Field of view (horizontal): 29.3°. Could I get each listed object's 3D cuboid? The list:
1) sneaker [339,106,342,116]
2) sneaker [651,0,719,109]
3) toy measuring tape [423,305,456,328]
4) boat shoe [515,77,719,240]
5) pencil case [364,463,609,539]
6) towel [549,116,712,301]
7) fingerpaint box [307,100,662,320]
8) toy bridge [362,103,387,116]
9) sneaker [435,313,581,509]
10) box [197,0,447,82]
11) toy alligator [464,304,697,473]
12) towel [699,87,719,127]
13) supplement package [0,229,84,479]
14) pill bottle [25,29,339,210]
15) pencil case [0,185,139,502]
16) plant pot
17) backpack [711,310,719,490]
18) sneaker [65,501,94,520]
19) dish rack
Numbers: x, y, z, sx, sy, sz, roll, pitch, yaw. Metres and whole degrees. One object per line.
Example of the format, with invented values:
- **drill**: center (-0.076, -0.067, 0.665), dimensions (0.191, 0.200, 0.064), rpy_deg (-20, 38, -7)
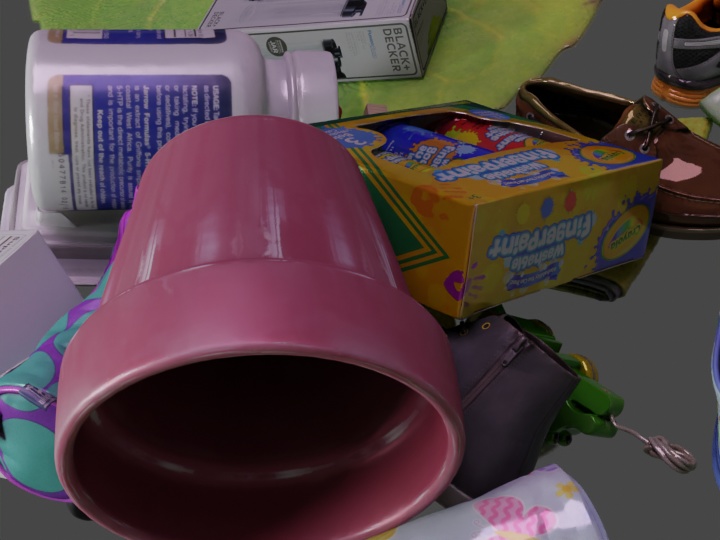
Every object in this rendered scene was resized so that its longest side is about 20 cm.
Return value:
- **sneaker**: center (-0.049, -0.086, 1.054), dimensions (0.112, 0.072, 0.200), rpy_deg (-26, 37, -7)
- **sneaker**: center (0.308, -0.198, 1.059), dimensions (0.199, 0.078, 0.078), rpy_deg (-31, 39, -20)
- **toy measuring tape**: center (0.000, 0.000, 0.930), dimensions (0.073, 0.074, 0.200), rpy_deg (-30, 43, -17)
- **boat shoe**: center (0.185, -0.078, 0.929), dimensions (0.199, 0.068, 0.072), rpy_deg (19, 48, 35)
- **pencil case**: center (0.035, 0.173, 0.703), dimensions (0.199, 0.083, 0.091), rpy_deg (-22, 63, -7)
- **towel**: center (0.156, -0.055, 0.984), dimensions (0.143, 0.023, 0.200), rpy_deg (12, 47, 32)
- **fingerpaint box**: center (0.065, -0.048, 0.866), dimensions (0.166, 0.074, 0.199), rpy_deg (23, 26, 38)
- **toy bridge**: center (0.012, -0.092, 1.015), dimensions (0.199, 0.027, 0.068), rpy_deg (4, 50, -14)
- **sneaker**: center (0.035, 0.054, 0.812), dimensions (0.200, 0.075, 0.107), rpy_deg (35, 96, 30)
- **box**: center (-0.032, -0.221, 1.218), dimensions (0.199, 0.060, 0.117), rpy_deg (-2, 41, 18)
- **toy alligator**: center (0.114, 0.077, 0.823), dimensions (0.200, 0.059, 0.054), rpy_deg (42, 110, 40)
- **towel**: center (0.349, -0.097, 0.945), dimensions (0.149, 0.031, 0.200), rpy_deg (-25, 45, -12)
- **supplement package**: center (-0.269, 0.050, 0.896), dimensions (0.199, 0.114, 0.110), rpy_deg (1, 39, 45)
- **pill bottle**: center (-0.118, -0.101, 0.920), dimensions (0.199, 0.120, 0.120), rpy_deg (-1, 38, -8)
- **pencil case**: center (-0.142, 0.037, 0.817), dimensions (0.092, 0.085, 0.200), rpy_deg (30, 45, 1)
- **plant pot**: center (-0.053, 0.026, 0.718), dimensions (0.199, 0.200, 0.180), rpy_deg (-11, 51, 7)
- **backpack**: center (0.279, 0.071, 0.689), dimensions (0.199, 0.148, 0.183), rpy_deg (8, 45, 22)
- **sneaker**: center (-0.088, 0.128, 0.821), dimensions (0.199, 0.079, 0.090), rpy_deg (-4, 51, 25)
- **dish rack**: center (-0.176, -0.046, 1.003), dimensions (0.170, 0.044, 0.200), rpy_deg (0, 22, -12)
